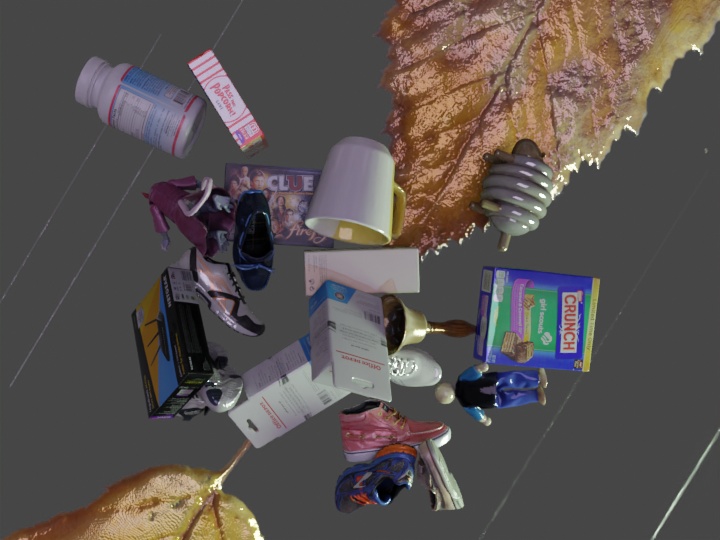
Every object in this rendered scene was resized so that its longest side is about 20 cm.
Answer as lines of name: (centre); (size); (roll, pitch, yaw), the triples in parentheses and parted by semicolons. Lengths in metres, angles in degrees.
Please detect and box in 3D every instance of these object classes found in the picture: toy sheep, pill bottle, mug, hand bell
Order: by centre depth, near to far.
pill bottle: (-0.367, -0.278, 1.311); (0.198, 0.109, 0.110); (25, 92, -5)
mug: (-0.005, -0.133, 1.327); (0.147, 0.187, 0.155); (9, 78, 12)
toy sheep: (0.267, -0.132, 1.358); (0.136, 0.138, 0.203); (18, 89, -5)
hand bell: (0.125, 0.100, 1.372); (0.198, 0.104, 0.106); (6, 94, -34)

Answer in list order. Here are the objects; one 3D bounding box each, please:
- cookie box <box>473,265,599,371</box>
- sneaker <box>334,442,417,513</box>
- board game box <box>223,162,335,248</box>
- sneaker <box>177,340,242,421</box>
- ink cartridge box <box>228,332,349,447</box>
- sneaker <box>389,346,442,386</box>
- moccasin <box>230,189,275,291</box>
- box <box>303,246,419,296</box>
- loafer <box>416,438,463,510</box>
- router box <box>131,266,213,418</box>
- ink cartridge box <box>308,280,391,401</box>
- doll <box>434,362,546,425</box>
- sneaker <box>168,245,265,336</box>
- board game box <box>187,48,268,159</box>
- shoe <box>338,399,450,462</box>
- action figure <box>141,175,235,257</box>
cookie box: (0.314, 0.085, 1.396); (0.197, 0.075, 0.174); (5, 93, -10)
sneaker: (0.021, 0.378, 1.364); (0.075, 0.079, 0.200); (28, 126, -25)
board game box: (-0.142, -0.114, 1.375); (0.197, 0.035, 0.138); (3, 93, -5)
sneaker: (-0.265, 0.215, 1.317); (0.079, 0.199, 0.131); (17, 105, -32)
ink cartridge box: (-0.126, 0.205, 1.350); (0.198, 0.067, 0.116); (-31, 129, -2)
sneaker: (0.051, 0.165, 1.382); (0.197, 0.087, 0.076); (16, 93, -6)
moccasin: (-0.184, -0.038, 1.315); (0.079, 0.069, 0.202); (-12, 132, -12)
box: (0.000, 0.000, 1.364); (0.197, 0.095, 0.079); (-2, 93, -3)
loafer: (0.129, 0.370, 1.372); (0.062, 0.072, 0.201); (-22, 133, 6)
router box: (-0.313, 0.120, 1.283); (0.051, 0.202, 0.149); (9, 138, -39)
ink cartridge box: (-0.019, 0.127, 1.267); (0.115, 0.202, 0.067); (20, 135, -28)
doll: (0.233, 0.222, 1.413); (0.197, 0.049, 0.138); (-3, 118, 0)
sneaker: (-0.237, 0.035, 1.359); (0.200, 0.074, 0.080); (42, 88, -6)
board game box: (-0.212, -0.265, 1.277); (0.046, 0.200, 0.153); (-32, 96, -2)
shoe: (0.060, 0.277, 1.397); (0.197, 0.072, 0.092); (-10, 100, 1)
action figure: (-0.306, -0.101, 1.307); (0.198, 0.149, 0.135); (24, 81, 27)
